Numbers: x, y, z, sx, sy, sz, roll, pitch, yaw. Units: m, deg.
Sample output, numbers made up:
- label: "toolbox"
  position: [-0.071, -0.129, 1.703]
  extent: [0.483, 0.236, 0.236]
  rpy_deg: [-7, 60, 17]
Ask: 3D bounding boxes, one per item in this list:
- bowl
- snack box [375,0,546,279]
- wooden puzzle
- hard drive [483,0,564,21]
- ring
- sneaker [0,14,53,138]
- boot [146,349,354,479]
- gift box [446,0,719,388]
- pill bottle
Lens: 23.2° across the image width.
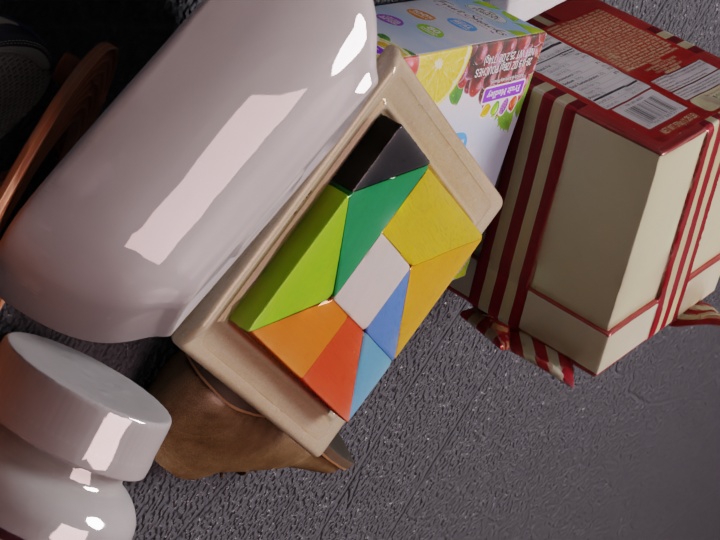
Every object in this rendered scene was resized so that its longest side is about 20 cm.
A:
- label: "bowl"
  position: [-0.067, -0.047, 0.757]
  extent: [0.200, 0.075, 0.200]
  rpy_deg: [-49, -179, -13]
- label: "snack box"
  position: [0.008, -0.062, 1.003]
  extent: [0.199, 0.067, 0.170]
  rpy_deg: [-16, 131, -51]
- label: "wooden puzzle"
  position: [0.000, 0.000, 0.940]
  extent: [0.186, 0.037, 0.200]
  rpy_deg: [-54, 151, -7]
- label: "hard drive"
  position: [0.135, -0.259, 1.071]
  extent: [0.132, 0.027, 0.202]
  rpy_deg: [-31, 142, -43]
- label: "ring"
  position: [-0.157, -0.009, 0.739]
  extent: [0.202, 0.019, 0.201]
  rpy_deg: [-61, -175, 10]
- label: "sneaker"
  position: [-0.186, -0.029, 0.685]
  extent: [0.200, 0.085, 0.078]
  rpy_deg: [-41, 148, -33]
- label: "boot"
  position: [-0.069, 0.092, 1.044]
  extent: [0.075, 0.074, 0.200]
  rpy_deg: [-42, 150, 7]
- label: "gift box"
  position: [0.152, -0.042, 1.135]
  extent: [0.184, 0.199, 0.188]
  rpy_deg: [-23, 138, -42]
- label: "pill bottle"
  position: [-0.175, 0.139, 0.843]
  extent: [0.201, 0.109, 0.109]
  rpy_deg: [-62, 153, 4]
